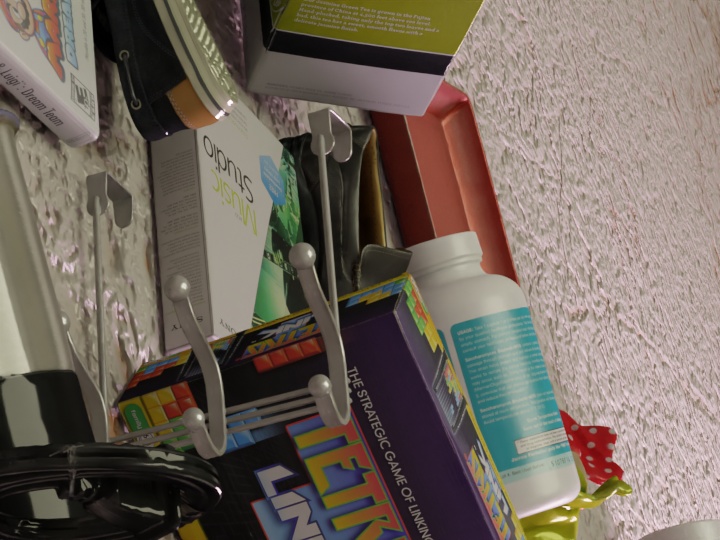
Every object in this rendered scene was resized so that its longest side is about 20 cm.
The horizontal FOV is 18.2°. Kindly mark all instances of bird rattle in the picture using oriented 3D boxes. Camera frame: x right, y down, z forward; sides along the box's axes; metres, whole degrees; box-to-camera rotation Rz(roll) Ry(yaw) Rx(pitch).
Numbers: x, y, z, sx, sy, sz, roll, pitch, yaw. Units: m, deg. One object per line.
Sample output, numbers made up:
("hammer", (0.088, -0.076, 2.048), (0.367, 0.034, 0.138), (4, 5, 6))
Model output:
("bird rattle", (0.144, 0.133, 1.743), (0.163, 0.112, 0.200), (50, 20, -11))

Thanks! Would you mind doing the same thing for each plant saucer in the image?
("plant saucer", (0.065, -0.060, 1.787), (0.200, 0.037, 0.201), (19, 55, -68))

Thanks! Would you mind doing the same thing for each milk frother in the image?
("milk frother", (-0.145, 0.028, 0.856), (0.180, 0.199, 0.189), (0, 72, -66))

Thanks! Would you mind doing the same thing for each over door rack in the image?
("over door rack", (-0.081, 0.004, 1.141), (0.067, 0.147, 0.201), (58, 23, -46))

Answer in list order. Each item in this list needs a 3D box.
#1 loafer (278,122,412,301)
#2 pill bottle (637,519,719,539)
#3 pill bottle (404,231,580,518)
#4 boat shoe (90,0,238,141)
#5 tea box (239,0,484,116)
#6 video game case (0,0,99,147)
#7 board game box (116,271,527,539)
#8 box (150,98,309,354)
("loafer", (0.000, 0.000, 1.488), (0.073, 0.072, 0.201), (-15, 88, -72))
("pill bottle", (0.307, 0.329, 1.992), (0.111, 0.110, 0.201), (29, 46, -64))
("pill bottle", (0.076, 0.078, 1.572), (0.111, 0.110, 0.201), (2, 72, -70))
("boat shoe", (-0.130, -0.154, 1.286), (0.075, 0.062, 0.201), (47, 16, -55))
("tea box", (0.005, -0.245, 1.496), (0.197, 0.133, 0.201), (120, -29, -49))
("video game case", (-0.197, -0.190, 1.182), (0.182, 0.024, 0.201), (46, 30, -52))
("board game box", (-0.013, 0.122, 1.194), (0.201, 0.164, 0.057), (65, 19, -16))
("box", (-0.075, -0.014, 1.347), (0.144, 0.036, 0.201), (44, 34, -53))
